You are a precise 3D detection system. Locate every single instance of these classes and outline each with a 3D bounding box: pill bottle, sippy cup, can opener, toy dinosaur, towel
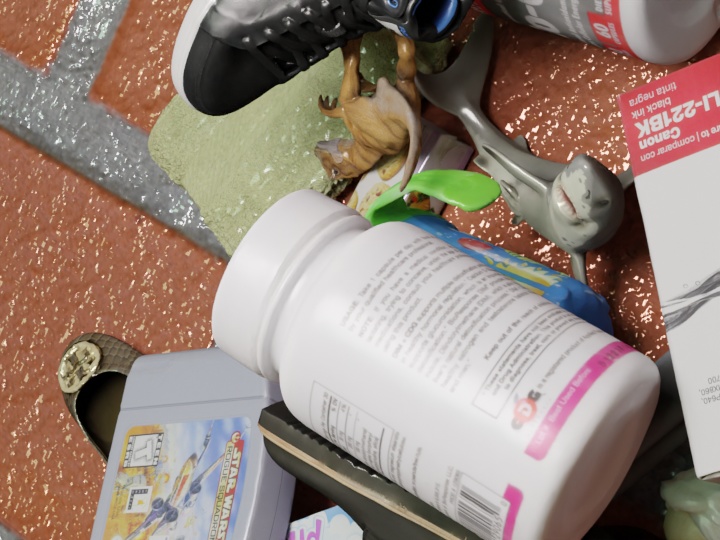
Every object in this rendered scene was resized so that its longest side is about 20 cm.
[{"bbox_3d":[0.107,-0.194,1.058,0.200,0.114,0.114,23,93,37],"label":"pill bottle"},{"bbox_3d":[0.062,0.042,1.022,0.130,0.178,0.140,14,68,36],"label":"sippy cup"},{"bbox_3d":[0.123,0.117,0.980,0.200,0.053,0.066,-50,60,26],"label":"can opener"},{"bbox_3d":[0.017,-0.092,1.052,0.200,0.060,0.106,167,93,-78],"label":"toy dinosaur"},{"bbox_3d":[-0.042,-0.107,1.192,0.200,0.036,0.148,-48,57,15],"label":"towel"},{"bbox_3d":[0.033,0.046,0.908,0.200,0.113,0.113,31,98,22],"label":"pill bottle"}]

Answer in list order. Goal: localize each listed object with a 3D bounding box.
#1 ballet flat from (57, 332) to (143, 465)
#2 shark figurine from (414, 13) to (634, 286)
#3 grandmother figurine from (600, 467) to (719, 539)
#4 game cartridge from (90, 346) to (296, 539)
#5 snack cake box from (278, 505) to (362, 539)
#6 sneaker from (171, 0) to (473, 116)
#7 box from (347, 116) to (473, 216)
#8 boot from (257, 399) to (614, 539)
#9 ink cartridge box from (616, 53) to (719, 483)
[{"bbox_3d":[-0.145,0.112,1.211,0.067,0.046,0.200,-48,57,16],"label":"ballet flat"},{"bbox_3d":[0.116,-0.063,1.063,0.089,0.128,0.214,-31,34,-6],"label":"shark figurine"},{"bbox_3d":[0.141,0.183,0.989,0.121,0.061,0.200,44,103,36],"label":"grandmother figurine"},{"bbox_3d":[-0.100,0.139,1.108,0.133,0.042,0.200,-11,60,42],"label":"game cartridge"},{"bbox_3d":[-0.031,0.210,1.097,0.200,0.067,0.115,-24,67,29],"label":"snack cake box"},{"bbox_3d":[-0.013,-0.140,1.003,0.200,0.073,0.112,-45,48,12],"label":"sneaker"},{"bbox_3d":[0.000,0.000,1.138,0.041,0.039,0.200,36,101,38],"label":"box"},{"bbox_3d":[0.019,0.163,0.969,0.200,0.077,0.138,27,111,24],"label":"boot"},{"bbox_3d":[0.212,0.006,0.920,0.084,0.144,0.200,-22,67,32],"label":"ink cartridge box"}]
